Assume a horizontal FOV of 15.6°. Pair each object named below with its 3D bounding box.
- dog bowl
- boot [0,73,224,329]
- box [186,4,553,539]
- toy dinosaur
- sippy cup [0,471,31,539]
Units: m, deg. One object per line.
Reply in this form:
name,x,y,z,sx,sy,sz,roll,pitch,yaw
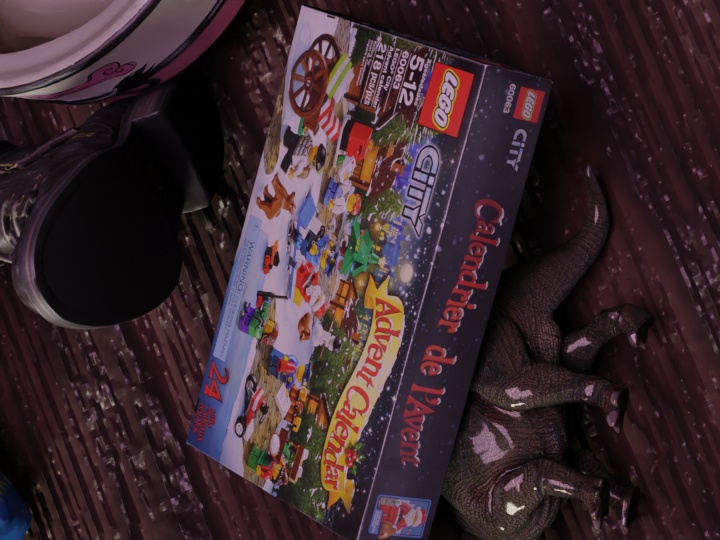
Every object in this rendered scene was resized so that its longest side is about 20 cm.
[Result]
dog bowl,-0.122,-0.162,1.146,0.200,0.074,0.200,-10,70,30
boot,-0.160,-0.013,1.147,0.174,0.200,0.069,-15,109,23
box,0.000,0.000,1.094,0.137,0.038,0.200,24,102,53
toy dinosaur,0.063,0.057,1.078,0.102,0.077,0.200,6,98,22
sippy cup,-0.230,0.107,1.221,0.130,0.140,0.178,39,155,11
